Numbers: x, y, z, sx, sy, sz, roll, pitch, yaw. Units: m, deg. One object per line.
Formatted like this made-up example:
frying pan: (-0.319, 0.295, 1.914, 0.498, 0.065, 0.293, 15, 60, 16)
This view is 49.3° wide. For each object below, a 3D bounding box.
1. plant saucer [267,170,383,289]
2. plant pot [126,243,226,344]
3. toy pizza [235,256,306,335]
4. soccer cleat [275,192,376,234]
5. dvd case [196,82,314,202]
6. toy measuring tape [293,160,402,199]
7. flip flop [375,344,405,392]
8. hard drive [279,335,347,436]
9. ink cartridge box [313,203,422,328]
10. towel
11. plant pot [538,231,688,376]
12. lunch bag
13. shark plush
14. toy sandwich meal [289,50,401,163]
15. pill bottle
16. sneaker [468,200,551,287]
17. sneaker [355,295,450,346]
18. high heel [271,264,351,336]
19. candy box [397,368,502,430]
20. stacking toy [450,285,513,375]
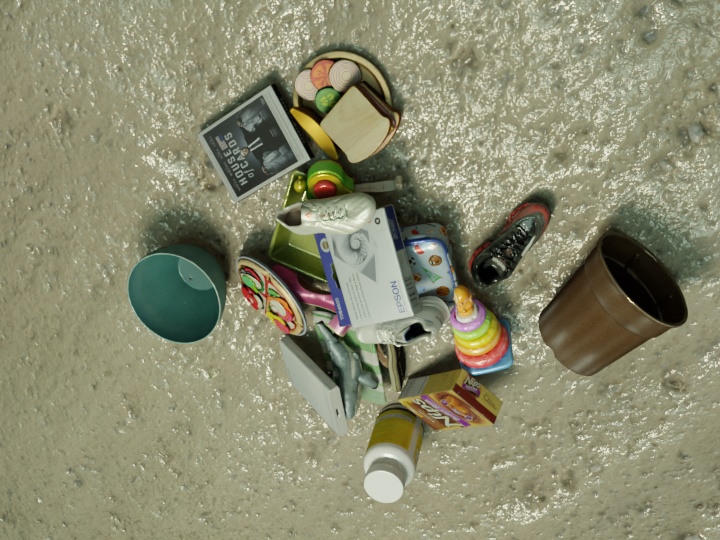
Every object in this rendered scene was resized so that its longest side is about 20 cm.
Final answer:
plant saucer: (-0.061, -0.079, 1.515, 0.197, 0.048, 0.202, 22, 119, 2)
plant pot: (-0.352, 0.028, 1.594, 0.197, 0.135, 0.203, 6, 118, 12)
toy pizza: (-0.185, 0.058, 1.563, 0.199, 0.032, 0.201, 37, 153, 22)
soccer cleat: (-0.062, -0.097, 1.377, 0.198, 0.077, 0.071, -8, 77, 37)
dvd case: (-0.198, -0.233, 1.461, 0.198, 0.025, 0.152, -25, 99, 30)
toy measuring tape: (-0.025, -0.166, 1.404, 0.196, 0.074, 0.075, -5, 116, 9)
flip flop: (0.057, 0.159, 1.596, 0.057, 0.081, 0.203, 5, 123, 19)
hard drive: (-0.098, 0.235, 1.612, 0.026, 0.200, 0.133, -27, 130, -22)
ink cartridge box: (0.000, 0.000, 1.426, 0.198, 0.040, 0.203, -15, 93, 38)
towel: (-0.024, 0.178, 1.621, 0.151, 0.023, 0.203, 10, 122, 37)
plant pot: (0.434, 0.071, 1.395, 0.199, 0.201, 0.199, 36, 128, -6)
lunch bag: (0.104, 0.011, 1.484, 0.158, 0.076, 0.202, -9, 126, 12)
shark plush: (-0.034, 0.193, 1.563, 0.090, 0.083, 0.203, 7, 122, 36)
toy sandwich meal: (-0.033, -0.284, 1.390, 0.202, 0.070, 0.208, 6, 118, 11)
pill bottle: (0.067, 0.381, 1.631, 0.109, 0.201, 0.113, 6, 118, 11)
sneaker: (0.271, -0.042, 1.422, 0.071, 0.098, 0.201, 39, 118, -6)
sneaker: (0.069, 0.103, 1.460, 0.198, 0.087, 0.075, -18, 114, 34)
high heel: (-0.078, 0.033, 1.529, 0.200, 0.067, 0.096, 41, 107, 6)
candy box: (0.175, 0.262, 1.566, 0.116, 0.057, 0.199, 39, 152, -15)
stacking toy: (0.209, 0.097, 1.462, 0.108, 0.117, 0.201, -13, 137, 18)
